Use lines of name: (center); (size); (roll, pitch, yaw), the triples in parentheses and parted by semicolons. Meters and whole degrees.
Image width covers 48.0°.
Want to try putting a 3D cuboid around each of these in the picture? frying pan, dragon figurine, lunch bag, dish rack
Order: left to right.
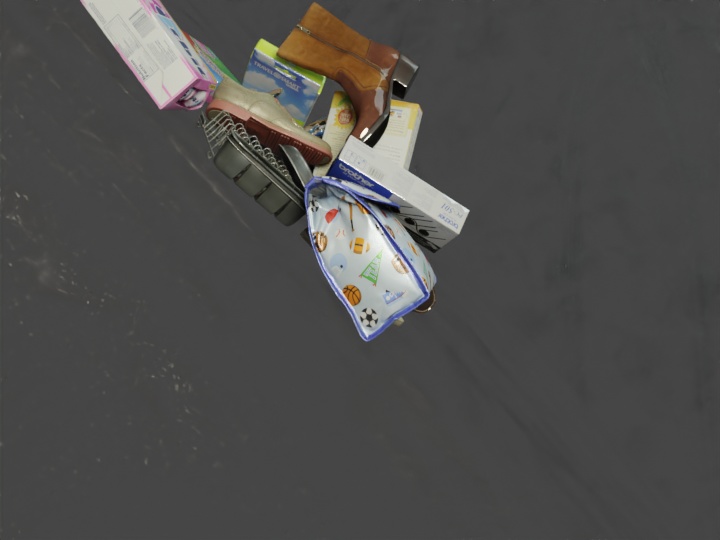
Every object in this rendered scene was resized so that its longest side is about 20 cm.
dish rack: (-0.148, -0.150, 1.093); (0.153, 0.054, 0.201); (42, 10, -34)
dragon figurine: (-0.155, -0.226, 1.271); (0.059, 0.196, 0.101); (-53, 135, -51)
frying pan: (-0.083, -0.117, 1.189); (0.116, 0.030, 0.191); (60, -6, 18)
lunch bag: (0.008, -0.034, 1.041); (0.202, 0.123, 0.170); (55, 9, 2)

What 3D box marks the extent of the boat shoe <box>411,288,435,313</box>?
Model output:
boat shoe: (0.073, 0.019, 1.283); (0.070, 0.071, 0.200); (37, -4, 41)

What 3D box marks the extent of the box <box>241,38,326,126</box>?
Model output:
box: (-0.133, -0.284, 1.304); (0.120, 0.048, 0.200); (26, -28, -8)

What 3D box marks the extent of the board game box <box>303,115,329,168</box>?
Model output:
board game box: (-0.035, -0.161, 1.384); (0.166, 0.055, 0.204); (-80, 152, -77)

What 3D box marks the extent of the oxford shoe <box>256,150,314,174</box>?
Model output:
oxford shoe: (-0.098, -0.167, 1.377); (0.200, 0.058, 0.075); (43, 6, -38)

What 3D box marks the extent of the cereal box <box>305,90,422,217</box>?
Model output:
cereal box: (0.004, -0.165, 1.239); (0.141, 0.205, 0.039); (14, -6, 17)

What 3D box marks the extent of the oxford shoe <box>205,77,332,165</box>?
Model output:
oxford shoe: (-0.123, -0.220, 1.182); (0.197, 0.076, 0.070); (25, -26, -19)

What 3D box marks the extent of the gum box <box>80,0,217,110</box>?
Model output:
gum box: (-0.273, -0.301, 1.053); (0.202, 0.066, 0.114); (54, 9, -5)

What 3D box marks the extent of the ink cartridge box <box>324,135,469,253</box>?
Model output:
ink cartridge box: (0.048, -0.104, 1.146); (0.197, 0.045, 0.094); (31, -23, -7)

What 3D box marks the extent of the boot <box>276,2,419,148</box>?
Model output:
boot: (-0.036, -0.282, 1.186); (0.197, 0.191, 0.069); (29, -13, 3)

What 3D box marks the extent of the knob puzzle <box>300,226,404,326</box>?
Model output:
knob puzzle: (0.000, 0.000, 1.210); (0.220, 0.030, 0.220); (46, 9, -9)

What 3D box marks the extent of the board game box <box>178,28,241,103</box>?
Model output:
board game box: (-0.266, -0.340, 1.387); (0.153, 0.040, 0.200); (48, 9, 8)
